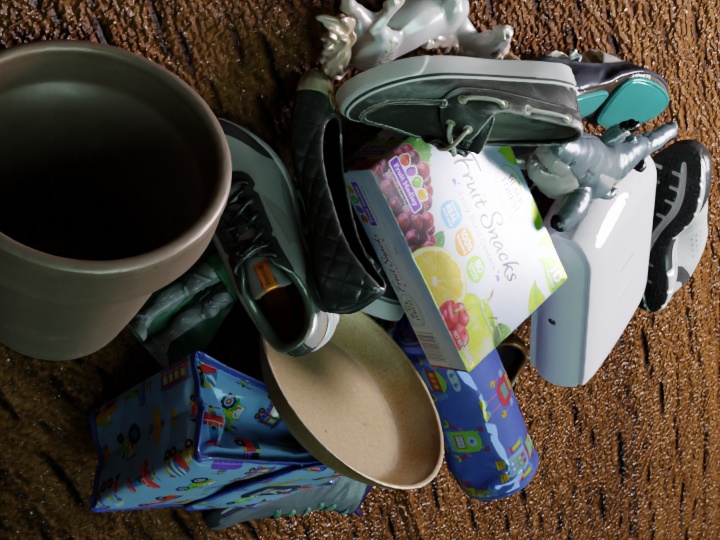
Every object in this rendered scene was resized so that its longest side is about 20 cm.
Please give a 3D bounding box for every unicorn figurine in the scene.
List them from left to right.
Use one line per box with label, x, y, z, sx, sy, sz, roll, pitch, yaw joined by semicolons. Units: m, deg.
unicorn figurine;0.052;-0.199;1.262;0.199;0.074;0.138;-13;143;-13

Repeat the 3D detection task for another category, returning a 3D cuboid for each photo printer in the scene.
photo printer;0.220;-0.013;1.520;0.166;0.069;0.200;-50;149;-38

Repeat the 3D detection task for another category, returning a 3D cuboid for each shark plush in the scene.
shark plush;0.217;-0.096;1.400;0.200;0.091;0.083;-4;142;-34

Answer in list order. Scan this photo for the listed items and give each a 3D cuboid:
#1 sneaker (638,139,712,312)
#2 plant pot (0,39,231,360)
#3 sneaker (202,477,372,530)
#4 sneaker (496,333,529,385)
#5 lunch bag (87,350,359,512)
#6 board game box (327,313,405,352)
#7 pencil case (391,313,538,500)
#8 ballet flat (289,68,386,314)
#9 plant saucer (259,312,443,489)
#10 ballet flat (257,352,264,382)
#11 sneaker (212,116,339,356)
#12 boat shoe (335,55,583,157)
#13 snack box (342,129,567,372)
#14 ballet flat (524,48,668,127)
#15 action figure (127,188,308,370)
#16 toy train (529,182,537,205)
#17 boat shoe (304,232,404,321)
sneaker;0.314;-0.054;1.616;0.080;0.074;0.200;-33;146;-36
plant pot;-0.203;-0.032;1.117;0.200;0.200;0.175;-17;152;-29
sneaker;-0.044;0.207;1.493;0.200;0.074;0.088;-28;97;-9
sneaker;0.081;0.130;1.543;0.073;0.085;0.200;45;82;-12
lunch bag;-0.102;0.152;1.345;0.200;0.094;0.150;18;146;-39
board game box;-0.002;0.089;1.459;0.200;0.023;0.105;-28;139;-40
pencil case;0.093;0.114;1.458;0.087;0.078;0.200;-13;119;22
ballet flat;-0.017;-0.062;1.236;0.057;0.201;0.066;-15;162;20
plant saucer;-0.015;0.102;1.326;0.200;0.200;0.035;15;132;-46
ballet flat;-0.070;0.077;1.419;0.067;0.046;0.200;-29;137;-36
sneaker;-0.077;-0.026;1.225;0.074;0.200;0.079;-26;-174;11
boat shoe;0.081;-0.125;1.258;0.199;0.064;0.071;-4;157;-16
snack box;0.080;-0.037;1.344;0.142;0.053;0.200;-41;117;-31
ballet flat;0.199;-0.163;1.403;0.200;0.073;0.073;-9;131;-49
action figure;-0.101;-0.006;1.311;0.200;0.055;0.118;-41;138;-10
toy train;0.096;-0.049;1.434;0.200;0.056;0.151;-16;133;-30
boat shoe;0.000;0.000;1.359;0.057;0.069;0.200;-61;159;4
